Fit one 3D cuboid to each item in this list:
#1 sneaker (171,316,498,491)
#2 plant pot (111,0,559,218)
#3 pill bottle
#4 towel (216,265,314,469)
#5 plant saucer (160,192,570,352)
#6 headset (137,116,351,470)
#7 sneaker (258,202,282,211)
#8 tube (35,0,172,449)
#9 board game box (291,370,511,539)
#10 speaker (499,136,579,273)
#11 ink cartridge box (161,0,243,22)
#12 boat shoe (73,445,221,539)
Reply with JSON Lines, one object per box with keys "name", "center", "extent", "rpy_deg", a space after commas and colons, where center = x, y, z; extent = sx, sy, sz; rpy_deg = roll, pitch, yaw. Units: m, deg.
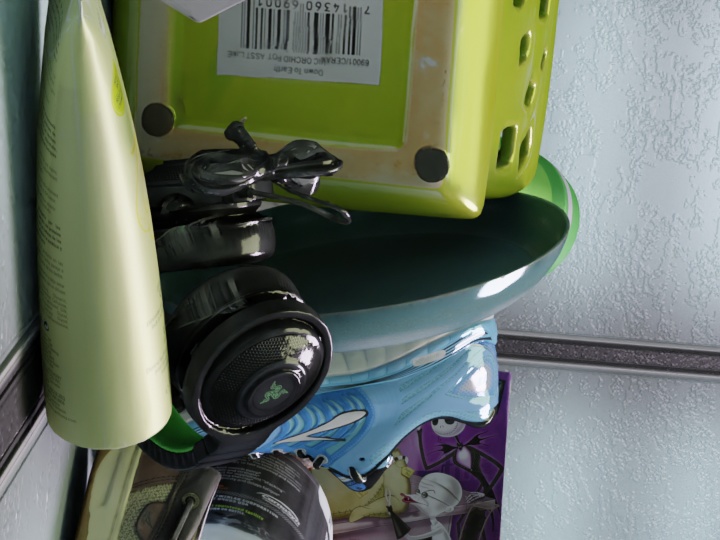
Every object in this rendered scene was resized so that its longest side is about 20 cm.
{"name": "sneaker", "center": [-0.024, 0.072, 1.051], "extent": [0.078, 0.199, 0.090], "rpy_deg": [-111, -176, -73]}
{"name": "plant pot", "center": [-0.014, -0.126, 1.018], "extent": [0.182, 0.199, 0.200], "rpy_deg": [-56, 152, -73]}
{"name": "pill bottle", "center": [-0.069, 0.152, 1.179], "extent": [0.200, 0.106, 0.107], "rpy_deg": [-73, 168, -77]}
{"name": "towel", "center": [-0.058, 0.042, 1.192], "extent": [0.133, 0.034, 0.200], "rpy_deg": [54, -7, 10]}
{"name": "plant saucer", "center": [0.000, 0.000, 1.039], "extent": [0.200, 0.199, 0.028], "rpy_deg": [-78, 161, -72]}
{"name": "headset", "center": [-0.068, 0.005, 0.900], "extent": [0.200, 0.094, 0.124], "rpy_deg": [-45, -120, 48]}
{"name": "sneaker", "center": [-0.029, 0.013, 1.290], "extent": [0.200, 0.076, 0.080], "rpy_deg": [56, -11, -12]}
{"name": "tube", "center": [-0.099, -0.026, 0.827], "extent": [0.052, 0.058, 0.201], "rpy_deg": [-34, 135, -41]}
{"name": "board game box", "center": [-0.013, 0.111, 1.315], "extent": [0.032, 0.199, 0.121], "rpy_deg": [87, 7, -63]}
{"name": "speaker", "center": [0.048, -0.051, 1.331], "extent": [0.200, 0.088, 0.089], "rpy_deg": [20, 70, -48]}
{"name": "ink cartridge box", "center": [-0.029, -0.217, 0.841], "extent": [0.084, 0.144, 0.201], "rpy_deg": [31, 52, -38]}
{"name": "boat shoe", "center": [-0.100, 0.169, 0.961], "extent": [0.073, 0.064, 0.201], "rpy_deg": [93, 4, -68]}
